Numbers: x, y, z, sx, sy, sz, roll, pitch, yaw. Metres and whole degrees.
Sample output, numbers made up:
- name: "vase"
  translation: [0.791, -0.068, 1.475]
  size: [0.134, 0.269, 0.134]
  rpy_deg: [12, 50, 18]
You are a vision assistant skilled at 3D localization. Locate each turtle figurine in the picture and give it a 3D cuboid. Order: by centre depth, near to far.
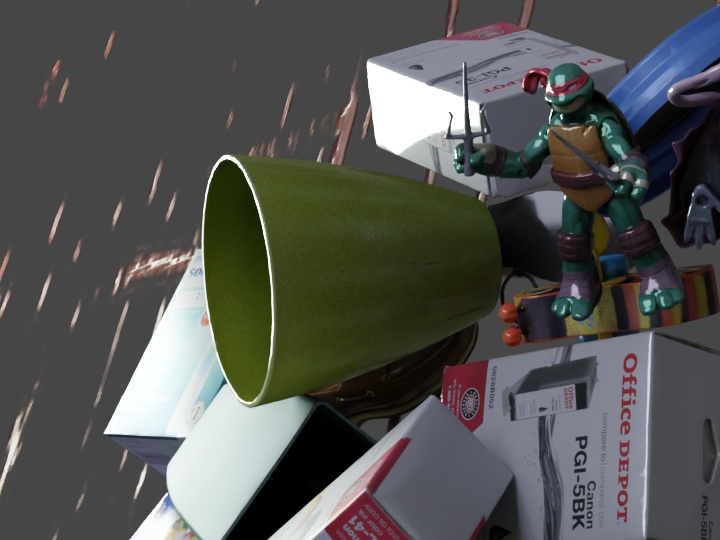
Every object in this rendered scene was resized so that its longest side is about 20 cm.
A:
- name: "turtle figurine"
  translation: [0.150, -0.065, 1.436]
  size: [0.149, 0.201, 0.101]
  rpy_deg: [6, 36, 48]

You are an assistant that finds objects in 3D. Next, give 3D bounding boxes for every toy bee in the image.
- name: "toy bee"
  translation: [0.159, 0.036, 1.553]
  size: [0.200, 0.108, 0.132]
  rpy_deg: [-35, 78, 42]

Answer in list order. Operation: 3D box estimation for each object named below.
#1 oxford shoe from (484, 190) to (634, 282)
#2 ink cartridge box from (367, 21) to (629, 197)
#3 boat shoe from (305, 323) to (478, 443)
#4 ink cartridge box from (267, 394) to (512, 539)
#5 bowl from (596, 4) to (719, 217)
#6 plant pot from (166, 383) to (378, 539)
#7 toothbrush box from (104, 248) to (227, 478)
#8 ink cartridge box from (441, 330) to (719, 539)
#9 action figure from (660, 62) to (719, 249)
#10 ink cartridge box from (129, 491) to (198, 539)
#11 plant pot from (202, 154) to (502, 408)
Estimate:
- name: "oxford shoe"
  translation: [0.145, -0.024, 1.678]
  size: [0.199, 0.071, 0.072]
  rpy_deg: [2, 85, 35]
- name: "ink cartridge box"
  translation: [0.115, -0.136, 1.746]
  size: [0.145, 0.084, 0.200]
  rpy_deg: [-17, 22, -23]
- name: "boat shoe"
  translation: [0.008, 0.080, 1.739]
  size: [0.199, 0.067, 0.072]
  rpy_deg: [-28, 38, 33]
- name: "ink cartridge box"
  translation: [-0.006, 0.196, 1.427]
  size: [0.200, 0.086, 0.148]
  rpy_deg: [-42, 4, 30]
- name: "bowl"
  translation: [0.235, -0.121, 1.546]
  size: [0.201, 0.200, 0.039]
  rpy_deg: [-44, 72, 12]
- name: "plant pot"
  translation: [-0.065, 0.171, 1.677]
  size: [0.142, 0.141, 0.200]
  rpy_deg: [-55, 28, -6]
- name: "toothbrush box"
  translation: [-0.119, 0.082, 1.886]
  size: [0.146, 0.085, 0.201]
  rpy_deg: [-2, 55, 51]
- name: "ink cartridge box"
  translation: [0.149, 0.130, 1.458]
  size: [0.199, 0.082, 0.148]
  rpy_deg: [-14, 65, 45]
- name: "action figure"
  translation: [0.268, -0.095, 1.506]
  size: [0.133, 0.150, 0.200]
  rpy_deg: [-18, 14, 30]
- name: "ink cartridge box"
  translation: [-0.166, 0.270, 1.800]
  size: [0.120, 0.042, 0.200]
  rpy_deg: [-51, 30, 1]
- name: "plant pot"
  translation: [0.000, 0.000, 1.603]
  size: [0.187, 0.198, 0.189]
  rpy_deg: [175, 90, -71]
